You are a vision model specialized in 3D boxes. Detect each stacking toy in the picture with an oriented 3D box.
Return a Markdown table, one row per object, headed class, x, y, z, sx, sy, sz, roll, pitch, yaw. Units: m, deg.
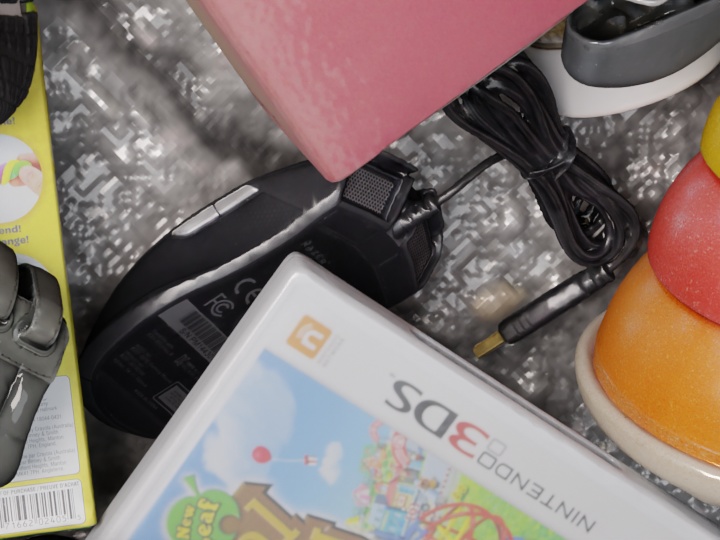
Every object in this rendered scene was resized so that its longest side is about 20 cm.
| class | x | y | z | sx | sy | sz | roll | pitch | yaw |
| --- | --- | --- | --- | --- | --- | --- | --- | --- | --- |
| stacking toy | 0.159 | -0.028 | 0.789 | 0.146 | 0.146 | 0.201 | 3 | 117 | -13 |

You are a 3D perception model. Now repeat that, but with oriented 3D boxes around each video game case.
| class | x | y | z | sx | sy | sz | roll | pitch | yaw |
| --- | --- | --- | --- | --- | --- | --- | --- | --- | --- |
| video game case | -0.005 | 0.122 | 0.787 | 0.182 | 0.022 | 0.200 | 33 | 101 | -15 |

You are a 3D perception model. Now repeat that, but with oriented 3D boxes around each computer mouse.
| class | x | y | z | sx | sy | sz | roll | pitch | yaw |
| --- | --- | --- | --- | --- | --- | --- | --- | --- | --- |
| computer mouse | 0.000 | 0.000 | 0.834 | 0.200 | 0.046 | 0.140 | -36 | 137 | 14 |

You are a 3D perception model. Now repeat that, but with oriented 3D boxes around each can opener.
| class | x | y | z | sx | sy | sz | roll | pitch | yaw |
| --- | --- | --- | --- | --- | --- | --- | --- | --- | --- |
| can opener | 0.131 | -0.125 | 0.780 | 0.200 | 0.053 | 0.067 | -34 | 145 | -35 |

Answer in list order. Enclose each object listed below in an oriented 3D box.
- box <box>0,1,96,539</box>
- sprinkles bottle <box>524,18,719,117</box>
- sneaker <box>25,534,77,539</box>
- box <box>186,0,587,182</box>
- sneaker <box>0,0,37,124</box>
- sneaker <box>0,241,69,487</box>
| class | x | y | z | sx | sy | sz | roll | pitch | yaw |
| --- | --- | --- | --- | --- | --- | --- | --- | --- | --- |
| box | -0.156 | -0.009 | 0.772 | 0.117 | 0.048 | 0.201 | -6 | 91 | -10 |
| sprinkles bottle | 0.064 | -0.154 | 0.787 | 0.068 | 0.068 | 0.201 | -22 | 110 | -5 |
| sneaker | -0.054 | 0.160 | 0.850 | 0.199 | 0.083 | 0.072 | 18 | 103 | -17 |
| box | -0.033 | -0.147 | 0.673 | 0.109 | 0.128 | 0.200 | -36 | 120 | -1 |
| sneaker | -0.175 | -0.123 | 0.733 | 0.081 | 0.074 | 0.200 | -36 | 87 | 14 |
| sneaker | -0.136 | -0.016 | 0.700 | 0.099 | 0.071 | 0.201 | 1 | 114 | -15 |
